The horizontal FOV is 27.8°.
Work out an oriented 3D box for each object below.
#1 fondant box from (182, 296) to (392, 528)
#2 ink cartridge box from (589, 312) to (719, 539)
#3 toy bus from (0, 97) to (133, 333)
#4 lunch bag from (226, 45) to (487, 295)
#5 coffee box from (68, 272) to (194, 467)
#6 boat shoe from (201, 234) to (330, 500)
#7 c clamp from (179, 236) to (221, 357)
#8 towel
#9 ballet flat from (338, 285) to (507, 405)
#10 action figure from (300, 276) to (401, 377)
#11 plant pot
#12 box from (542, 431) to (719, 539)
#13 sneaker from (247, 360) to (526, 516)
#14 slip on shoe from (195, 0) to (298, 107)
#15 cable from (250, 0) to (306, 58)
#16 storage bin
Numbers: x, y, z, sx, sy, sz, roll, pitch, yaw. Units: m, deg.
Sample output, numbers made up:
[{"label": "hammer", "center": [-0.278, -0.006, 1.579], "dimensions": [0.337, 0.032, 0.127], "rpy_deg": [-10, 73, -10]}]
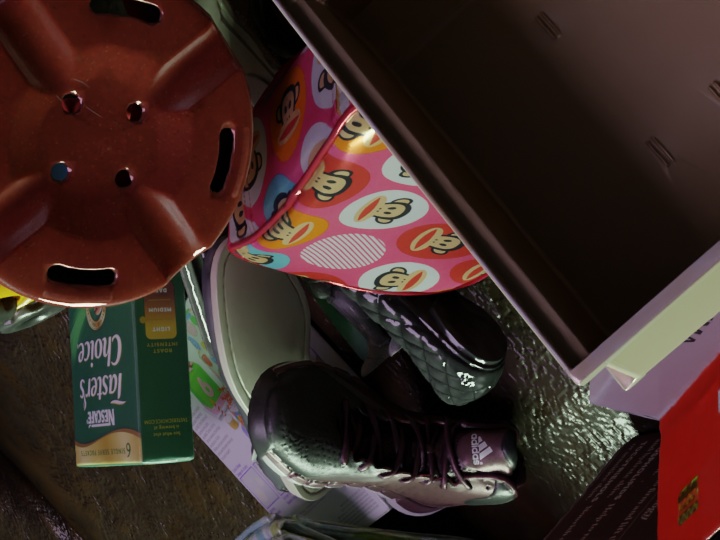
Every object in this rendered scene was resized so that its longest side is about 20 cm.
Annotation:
[{"label": "fondant box", "center": [-0.056, 0.102, 1.039], "dimensions": [0.200, 0.058, 0.144], "rpy_deg": [46, 146, 4]}, {"label": "ink cartridge box", "center": [0.152, 0.012, 0.623], "dimensions": [0.043, 0.175, 0.200], "rpy_deg": [15, 144, -7]}, {"label": "toy bus", "center": [-0.206, -0.051, 0.917], "dimensions": [0.191, 0.200, 0.137], "rpy_deg": [-28, 86, 19]}, {"label": "lunch bag", "center": [0.040, -0.054, 0.714], "dimensions": [0.200, 0.175, 0.083], "rpy_deg": [-41, 45, 54]}, {"label": "coffee box", "center": [-0.164, 0.036, 1.017], "dimensions": [0.123, 0.044, 0.202], "rpy_deg": [-11, 82, 57]}, {"label": "boat shoe", "center": [-0.067, 0.059, 0.906], "dimensions": [0.062, 0.073, 0.201], "rpy_deg": [17, 138, 40]}, {"label": "c clamp", "center": [-0.111, -0.052, 0.915], "dimensions": [0.171, 0.027, 0.201], "rpy_deg": [-107, 4, -52]}, {"label": "towel", "center": [-0.022, 0.230, 1.044], "dimensions": [0.170, 0.049, 0.200], "rpy_deg": [12, 150, -20]}, {"label": "ballet flat", "center": [0.000, 0.000, 0.829], "dimensions": [0.200, 0.066, 0.057], "rpy_deg": [45, 132, 9]}, {"label": "action figure", "center": [-0.039, -0.028, 0.902], "dimensions": [0.200, 0.055, 0.118], "rpy_deg": [51, 145, 3]}, {"label": "plant pot", "center": [-0.158, -0.080, 0.701], "dimensions": [0.195, 0.200, 0.202], "rpy_deg": [26, 143, 56]}, {"label": "box", "center": [0.201, 0.182, 0.728], "dimensions": [0.167, 0.164, 0.200], "rpy_deg": [56, 145, -8]}, {"label": "sneaker", "center": [0.032, 0.099, 0.880], "dimensions": [0.115, 0.076, 0.199], "rpy_deg": [-8, 158, 38]}, {"label": "slip on shoe", "center": [-0.064, -0.140, 0.759], "dimensions": [0.076, 0.060, 0.200], "rpy_deg": [45, 173, 46]}, {"label": "cable", "center": [-0.040, -0.184, 0.701], "dimensions": [0.097, 0.050, 0.200], "rpy_deg": [-32, 113, 18]}, {"label": "storage bin", "center": [0.102, -0.096, 0.515], "dimensions": [0.199, 0.200, 0.094], "rpy_deg": [52, -168, 21]}]
